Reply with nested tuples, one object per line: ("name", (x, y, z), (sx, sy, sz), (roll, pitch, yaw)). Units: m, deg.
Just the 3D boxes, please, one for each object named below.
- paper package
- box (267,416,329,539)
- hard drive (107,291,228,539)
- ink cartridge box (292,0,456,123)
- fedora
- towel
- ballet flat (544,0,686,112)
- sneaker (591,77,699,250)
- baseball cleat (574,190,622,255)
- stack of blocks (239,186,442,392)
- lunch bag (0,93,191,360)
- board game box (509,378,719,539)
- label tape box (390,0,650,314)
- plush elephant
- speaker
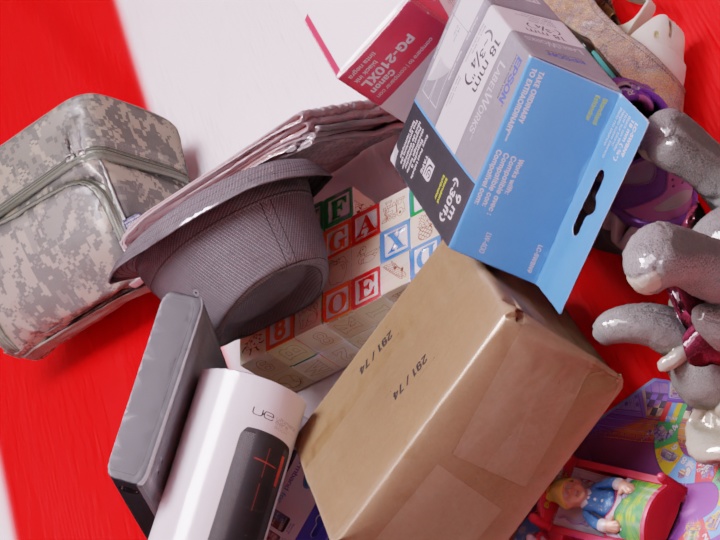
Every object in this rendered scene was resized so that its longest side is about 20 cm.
("paper package", (0.062, 0.096, 1.610), (0.201, 0.103, 0.191), (-54, 19, 10))
("box", (-0.069, 0.162, 1.798), (0.200, 0.041, 0.120), (26, 84, 48))
("hard drive", (-0.133, 0.115, 1.726), (0.033, 0.200, 0.140), (13, 70, 9))
("ink cartridge box", (0.053, -0.163, 1.767), (0.084, 0.199, 0.145), (-46, 40, 16))
("fedora", (-0.089, -0.002, 1.772), (0.200, 0.176, 0.091), (-41, 72, 52))
("towel", (-0.068, -0.073, 1.858), (0.190, 0.200, 0.032), (-31, 84, 26))
("ballet flat", (0.193, -0.165, 1.731), (0.067, 0.068, 0.200), (-42, 43, 5))
("sneaker", (0.166, -0.102, 1.623), (0.080, 0.089, 0.200), (-24, 51, -19))
("baseball cleat", (0.149, -0.040, 1.698), (0.199, 0.107, 0.070), (32, 50, 28))
("stack of blocks", (0.000, 0.000, 1.819), (0.199, 0.058, 0.116), (-26, 48, 32))
("lunch bag", (-0.237, -0.031, 2.031), (0.199, 0.139, 0.169), (-29, 63, 30))
("board game box", (0.154, 0.158, 1.570), (0.200, 0.039, 0.159), (-38, 43, 22))
("label tape box", (0.099, -0.086, 1.574), (0.145, 0.063, 0.200), (-67, 26, 21))
("plush elephant", (0.223, 0.023, 1.516), (0.155, 0.199, 0.165), (-55, 20, 38))
("speaker", (-0.102, 0.171, 1.649), (0.081, 0.081, 0.201), (-3, 63, 44))
